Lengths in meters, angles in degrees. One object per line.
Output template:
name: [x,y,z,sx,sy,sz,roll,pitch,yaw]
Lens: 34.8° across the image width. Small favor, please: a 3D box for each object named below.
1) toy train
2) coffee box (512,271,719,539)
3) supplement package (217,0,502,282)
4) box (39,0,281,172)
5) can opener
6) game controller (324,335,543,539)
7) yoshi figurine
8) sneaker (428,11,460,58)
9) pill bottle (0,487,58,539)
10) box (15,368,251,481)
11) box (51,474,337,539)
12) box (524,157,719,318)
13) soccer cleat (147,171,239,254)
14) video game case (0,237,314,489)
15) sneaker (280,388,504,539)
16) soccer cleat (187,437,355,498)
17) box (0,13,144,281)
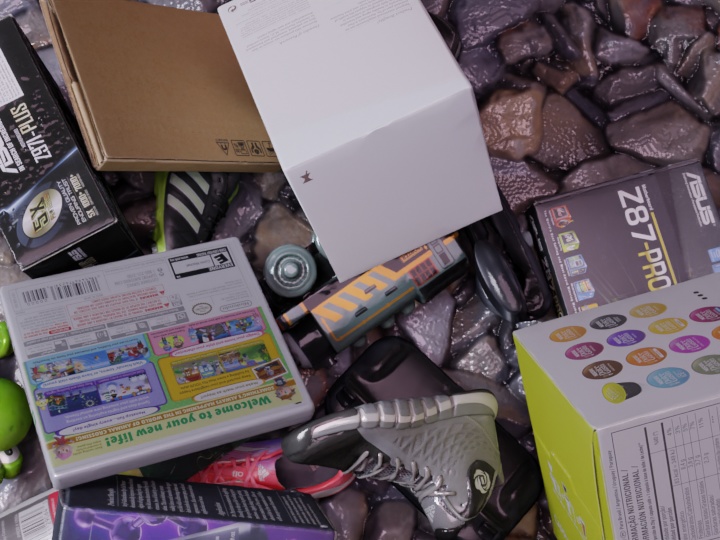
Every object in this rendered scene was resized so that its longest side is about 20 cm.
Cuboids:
toy train: [0.000,0.000,1.010,0.200,0.085,0.114,-35,90,-7]
coffee box: [0.251,0.143,0.889,0.197,0.200,0.201,-15,108,-4]
supplement package: [0.000,-0.132,0.932,0.151,0.151,0.200,-24,52,1]
box: [-0.167,-0.160,0.994,0.200,0.021,0.164,-4,67,-48]
can opener: [0.115,-0.043,1.030,0.063,0.079,0.201,-18,68,-5]
game controller: [0.065,0.150,1.004,0.200,0.042,0.104,43,66,7]
yoshi figurine: [-0.340,0.084,0.973,0.112,0.112,0.200,-34,84,-14]
sneaker: [-0.003,-0.232,1.049,0.199,0.095,0.079,15,77,1]
pill bottle: [-0.294,0.259,0.932,0.199,0.111,0.111,-25,80,-6]
box: [-0.159,0.096,0.942,0.200,0.036,0.145,-31,94,-30]
box: [-0.131,0.238,0.846,0.199,0.104,0.149,7,93,-14]
box: [0.252,0.016,1.024,0.160,0.049,0.201,-14,80,-6]
soccer cleat: [-0.148,-0.055,1.027,0.081,0.068,0.201,1,78,-14]
video game case: [-0.160,0.064,0.888,0.199,0.022,0.182,-13,53,-22]
sneaker: [0.038,0.163,0.918,0.199,0.075,0.116,-5,75,-29]
soccer cleat: [-0.101,0.174,0.971,0.199,0.076,0.067,-8,77,-3]
box: [-0.273,-0.087,0.978,0.086,0.164,0.201,-28,81,-6]
